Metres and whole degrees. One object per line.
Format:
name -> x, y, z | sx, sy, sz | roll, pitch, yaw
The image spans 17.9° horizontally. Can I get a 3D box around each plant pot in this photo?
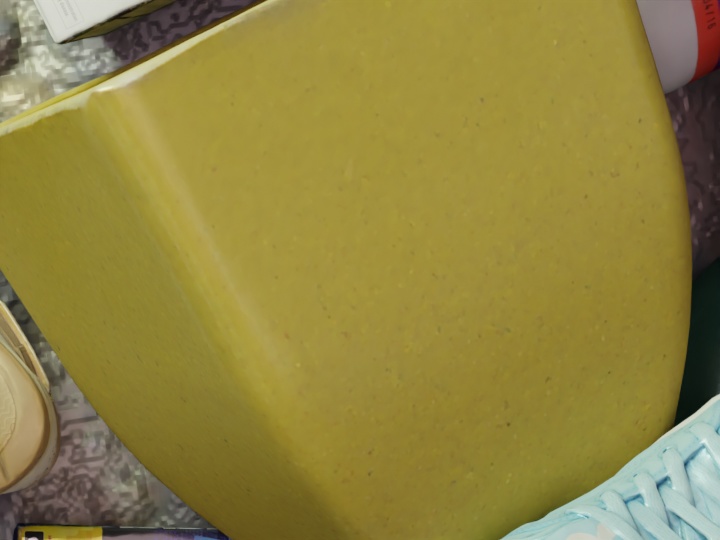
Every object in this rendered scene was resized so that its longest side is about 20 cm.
plant pot -> 0.000, 0.000, 0.793 | 0.195, 0.194, 0.201 | -28, 98, -24

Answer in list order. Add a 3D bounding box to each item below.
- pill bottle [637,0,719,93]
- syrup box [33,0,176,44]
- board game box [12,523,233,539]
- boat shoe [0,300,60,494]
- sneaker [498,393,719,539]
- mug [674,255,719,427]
pill bottle -> 0.168, -0.154, 0.880 | 0.199, 0.112, 0.113 | -26, 95, -9
syrup box -> -0.033, -0.160, 0.831 | 0.199, 0.079, 0.082 | -26, 95, 8
board game box -> -0.038, 0.196, 0.871 | 0.199, 0.062, 0.201 | 3, 89, -13
boat shoe -> -0.181, 0.006, 0.838 | 0.074, 0.069, 0.200 | -39, 76, -1
sneaker -> 0.083, 0.101, 0.724 | 0.200, 0.082, 0.074 | -41, 71, 2
mug -> 0.198, 0.067, 0.888 | 0.152, 0.114, 0.185 | -31, 97, -9
